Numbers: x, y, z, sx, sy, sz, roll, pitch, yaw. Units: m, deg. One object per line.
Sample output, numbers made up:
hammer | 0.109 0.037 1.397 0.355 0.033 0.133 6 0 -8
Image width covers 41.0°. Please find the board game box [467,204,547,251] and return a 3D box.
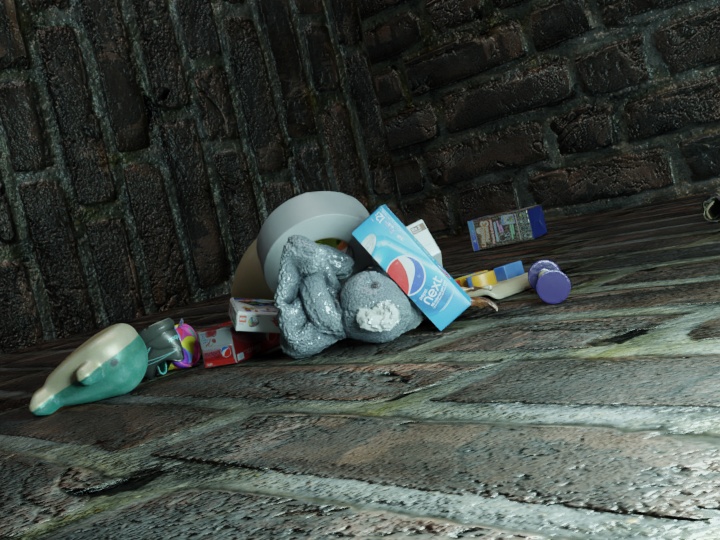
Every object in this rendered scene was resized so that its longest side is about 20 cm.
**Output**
board game box | 0.462 -0.135 3.022 0.200 0.097 0.159 -11 4 29

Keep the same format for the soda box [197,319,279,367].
soda box | -0.202 0.115 1.690 0.070 0.063 0.200 -10 3 24

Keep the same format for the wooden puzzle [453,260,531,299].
wooden puzzle | 0.223 0.022 1.769 0.185 0.046 0.200 -16 5 -43

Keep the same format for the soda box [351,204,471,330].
soda box | 0.078 -0.006 1.458 0.064 0.200 0.068 -43 0 9

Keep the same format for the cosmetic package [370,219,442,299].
cosmetic package | 0.081 0.004 1.601 0.102 0.074 0.200 -27 -22 -3

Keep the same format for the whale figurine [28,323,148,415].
whale figurine | -0.425 0.172 1.524 0.200 0.104 0.159 -39 11 -13

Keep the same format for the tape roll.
tape roll | -0.069 -0.035 1.597 0.200 0.200 0.066 -13 45 -10

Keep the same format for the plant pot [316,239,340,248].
plant pot | 0.000 0.000 1.809 0.181 0.199 0.200 -6 2 -6

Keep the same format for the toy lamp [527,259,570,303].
toy lamp | 0.300 0.016 1.538 0.058 0.058 0.200 -12 6 7

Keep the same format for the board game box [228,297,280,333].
board game box | -0.116 0.078 1.618 0.200 0.035 0.126 4 8 -13

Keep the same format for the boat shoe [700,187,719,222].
boat shoe | 0.802 -0.147 2.152 0.073 0.075 0.200 -13 2 -5

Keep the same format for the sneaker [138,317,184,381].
sneaker | -0.378 0.159 1.629 0.200 0.079 0.075 -34 -2 28

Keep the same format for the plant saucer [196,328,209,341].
plant saucer | -0.299 0.137 1.873 0.200 0.030 0.200 -12 3 1

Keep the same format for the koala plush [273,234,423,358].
koala plush | -0.013 0.056 1.454 0.200 0.184 0.177 10 -2 17

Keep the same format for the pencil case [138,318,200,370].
pencil case | -0.382 0.145 1.716 0.200 0.088 0.088 -13 3 27

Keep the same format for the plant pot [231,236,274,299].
plant pot | -0.194 0.044 2.034 0.134 0.200 0.200 -41 -3 12

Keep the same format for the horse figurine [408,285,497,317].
horse figurine | 0.129 0.055 1.562 0.132 0.050 0.200 -6 -4 -36
